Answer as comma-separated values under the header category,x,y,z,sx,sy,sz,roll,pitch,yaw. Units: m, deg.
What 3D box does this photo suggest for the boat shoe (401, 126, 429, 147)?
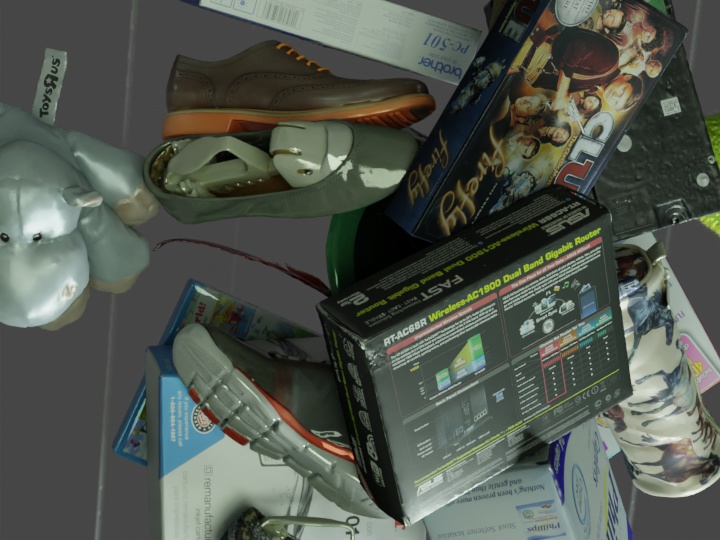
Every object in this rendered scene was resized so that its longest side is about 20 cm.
category,x,y,z,sx,sy,sz,roll,pitch,yaw
boat shoe,0.042,-0.065,1.203,0.199,0.073,0.063,30,103,-7

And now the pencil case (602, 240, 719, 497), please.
category,x,y,z,sx,sy,sz,roll,pitch,yaw
pencil case,0.217,0.077,1.221,0.089,0.078,0.201,-16,116,21

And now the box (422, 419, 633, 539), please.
category,x,y,z,sx,sy,sz,roll,pitch,yaw
box,0.127,0.180,1.192,0.104,0.184,0.201,-13,115,17

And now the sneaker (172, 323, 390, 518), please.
category,x,y,z,sx,sy,sz,roll,pitch,yaw
sneaker,-0.041,0.089,1.115,0.200,0.077,0.082,40,60,-18

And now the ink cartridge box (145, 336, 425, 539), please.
category,x,y,z,sx,sy,sz,roll,pitch,yaw
ink cartridge box,-0.055,0.129,1.188,0.199,0.086,0.147,-3,101,-13

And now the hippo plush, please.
category,x,y,z,sx,sy,sz,roll,pitch,yaw
hippo plush,-0.204,-0.044,1.086,0.158,0.161,0.201,2,101,-16

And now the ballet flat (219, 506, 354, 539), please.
category,x,y,z,sx,sy,sz,roll,pitch,yaw
ballet flat,-0.003,0.215,1.125,0.199,0.072,0.072,22,95,-5

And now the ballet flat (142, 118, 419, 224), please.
category,x,y,z,sx,sy,sz,roll,pitch,yaw
ballet flat,-0.059,-0.070,1.079,0.064,0.199,0.068,46,45,-49

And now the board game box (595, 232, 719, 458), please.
category,x,y,z,sx,sy,sz,roll,pitch,yaw
board game box,0.182,0.041,1.276,0.153,0.040,0.200,-33,108,-7

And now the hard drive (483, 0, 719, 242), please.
category,x,y,z,sx,sy,sz,roll,pitch,yaw
hard drive,0.184,-0.123,1.217,0.139,0.038,0.201,-16,90,-12

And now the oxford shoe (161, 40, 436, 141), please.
category,x,y,z,sx,sy,sz,roll,pitch,yaw
oxford shoe,-0.045,-0.128,1.130,0.199,0.071,0.073,-1,81,13

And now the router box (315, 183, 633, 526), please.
category,x,y,z,sx,sy,sz,roll,pitch,yaw
router box,0.079,0.053,1.056,0.199,0.062,0.150,-26,124,-22

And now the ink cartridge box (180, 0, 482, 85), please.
category,x,y,z,sx,sy,sz,roll,pitch,yaw
ink cartridge box,-0.023,-0.181,1.144,0.199,0.094,0.044,15,97,-17

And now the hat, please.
category,x,y,z,sx,sy,sz,roll,pitch,yaw
hat,0.000,0.000,1.180,0.166,0.176,0.200,-45,107,-28

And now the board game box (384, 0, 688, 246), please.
category,x,y,z,sx,sy,sz,roll,pitch,yaw
board game box,0.118,-0.100,1.061,0.135,0.035,0.201,16,109,-45

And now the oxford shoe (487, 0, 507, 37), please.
category,x,y,z,sx,sy,sz,roll,pitch,yaw
oxford shoe,0.120,-0.181,1.069,0.075,0.070,0.200,-54,153,-26

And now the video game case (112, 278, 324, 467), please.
category,x,y,z,sx,sy,sz,roll,pitch,yaw
video game case,-0.070,0.109,1.233,0.199,0.018,0.144,24,95,-19
